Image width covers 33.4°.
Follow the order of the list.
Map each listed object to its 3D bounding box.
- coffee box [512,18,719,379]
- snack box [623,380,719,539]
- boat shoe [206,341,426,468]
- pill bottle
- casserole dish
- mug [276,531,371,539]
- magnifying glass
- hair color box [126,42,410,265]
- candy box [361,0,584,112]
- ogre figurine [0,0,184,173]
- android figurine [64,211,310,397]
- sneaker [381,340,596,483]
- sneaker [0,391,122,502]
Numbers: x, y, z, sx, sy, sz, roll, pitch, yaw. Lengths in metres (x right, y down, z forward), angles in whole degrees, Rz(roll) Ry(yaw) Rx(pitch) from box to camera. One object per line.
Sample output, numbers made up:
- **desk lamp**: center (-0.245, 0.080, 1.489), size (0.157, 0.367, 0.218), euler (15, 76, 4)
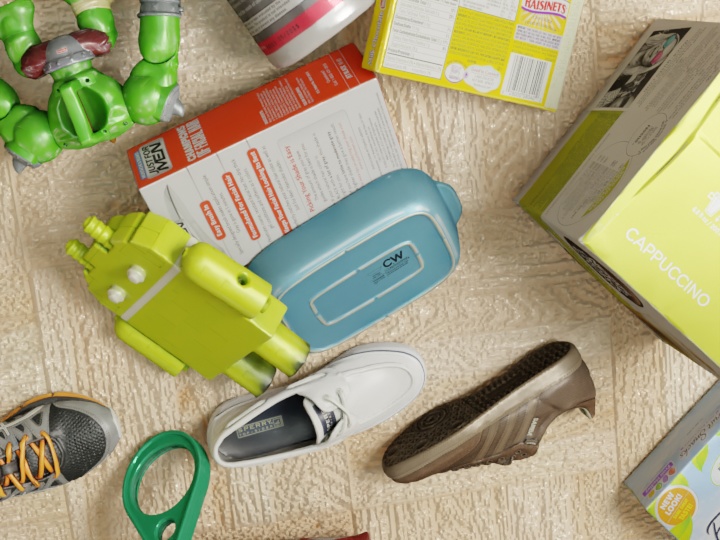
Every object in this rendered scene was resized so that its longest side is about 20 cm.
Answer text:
- **coffee box**: center (0.273, -0.054, 0.948), size (0.199, 0.198, 0.201), euler (39, 95, -14)
- **snack box**: center (0.368, 0.205, 1.087), size (0.200, 0.068, 0.169), euler (41, 94, -13)
- **boat shoe**: center (-0.033, 0.122, 1.011), size (0.198, 0.065, 0.074), euler (-24, 104, -2)
- **pill bottle**: center (-0.077, -0.263, 0.896), size (0.110, 0.111, 0.201), euler (-36, 105, 1)
- **casserole dish**: center (0.000, 0.000, 0.974), size (0.198, 0.039, 0.122), euler (-31, 135, 2)
- **mug**: center (-0.089, 0.271, 0.999), size (0.197, 0.134, 0.180), euler (1, 125, -4)
- **magnifying glass**: center (-0.152, 0.217, 0.958), size (0.079, 0.202, 0.022), euler (-25, 135, 14)
- **hair color box**: center (-0.070, -0.081, 0.944), size (0.198, 0.064, 0.112), euler (-26, 132, -3)
- **candy box**: center (0.093, -0.190, 0.936), size (0.198, 0.026, 0.104), euler (5, 101, -39)
- **ogre figurine**: center (-0.219, -0.151, 0.910), size (0.197, 0.098, 0.122), euler (-19, 93, -15)
- **android figurine**: center (-0.138, 0.026, 0.935), size (0.199, 0.182, 0.041), euler (37, 55, -16)
- **sneaker**: center (0.116, 0.142, 1.035), size (0.198, 0.070, 0.076), euler (-31, 106, 0)
- **sneaker**: center (-0.292, 0.158, 0.976), size (0.197, 0.077, 0.079), euler (-16, 103, -6)
